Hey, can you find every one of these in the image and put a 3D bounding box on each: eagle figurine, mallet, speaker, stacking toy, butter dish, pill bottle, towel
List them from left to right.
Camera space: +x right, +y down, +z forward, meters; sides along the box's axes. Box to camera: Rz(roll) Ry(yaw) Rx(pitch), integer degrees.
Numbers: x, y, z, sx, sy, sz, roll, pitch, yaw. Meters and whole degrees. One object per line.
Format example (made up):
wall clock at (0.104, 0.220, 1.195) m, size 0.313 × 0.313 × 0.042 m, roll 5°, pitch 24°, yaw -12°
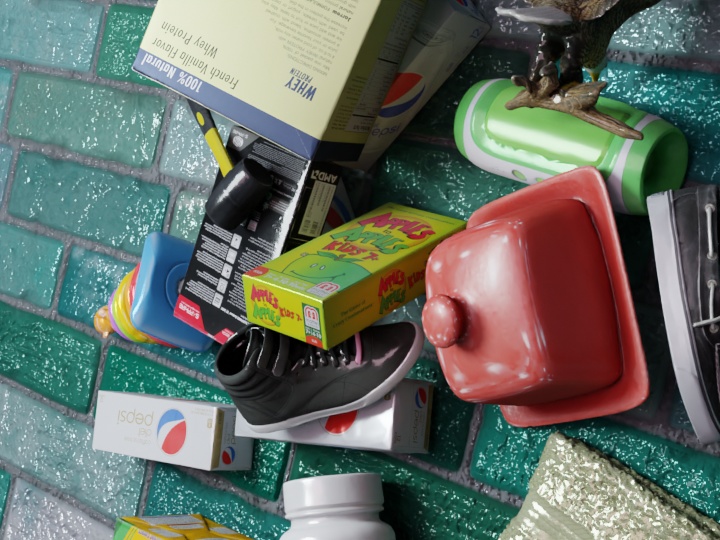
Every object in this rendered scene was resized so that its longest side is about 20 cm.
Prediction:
stacking toy at (-0.244, 0.043, 1.439) m, size 0.199 × 0.109 × 0.117 m, roll -20°, pitch 55°, yaw 48°
mallet at (-0.148, -0.120, 1.244) m, size 0.066 × 0.041 × 0.201 m, roll -52°, pitch 48°, yaw 19°
pill bottle at (-0.018, 0.295, 1.189) m, size 0.112 × 0.113 × 0.203 m, roll -15°, pitch 74°, yaw 38°
butter dish at (0.117, 0.033, 1.060) m, size 0.199 × 0.146 × 0.203 m, roll -22°, pitch 78°, yaw 58°
speaker at (0.177, -0.109, 1.103) m, size 0.199 × 0.088 × 0.089 m, roll 22°, pitch 98°, yaw 40°
eagle figurine at (0.193, -0.212, 1.049) m, size 0.201 × 0.151 × 0.151 m, roll -60°, pitch 5°, yaw -14°
towel at (0.207, 0.237, 1.057) m, size 0.199 × 0.036 × 0.150 m, roll 33°, pitch 104°, yaw 38°

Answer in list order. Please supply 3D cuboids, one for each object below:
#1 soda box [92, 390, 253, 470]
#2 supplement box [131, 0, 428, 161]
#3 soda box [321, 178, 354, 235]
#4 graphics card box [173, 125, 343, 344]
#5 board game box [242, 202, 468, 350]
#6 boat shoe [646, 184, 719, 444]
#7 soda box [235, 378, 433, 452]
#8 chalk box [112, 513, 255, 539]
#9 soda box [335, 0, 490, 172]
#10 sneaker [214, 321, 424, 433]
soda box at (-0.206, 0.174, 1.399) m, size 0.198 × 0.063 × 0.069 m, roll 2°, pitch 85°, yaw 40°
supplement box at (-0.065, -0.230, 1.167) m, size 0.198 × 0.134 × 0.202 m, roll 27°, pitch 102°, yaw 14°
soda box at (-0.057, -0.071, 1.296) m, size 0.063 × 0.068 × 0.202 m, roll -33°, pitch 63°, yaw 32°
graphics card box at (-0.101, -0.027, 1.240) m, size 0.125 × 0.051 × 0.202 m, roll 25°, pitch 101°, yaw 42°
board game box at (0.000, 0.000, 1.162) m, size 0.101 × 0.199 × 0.048 m, roll 16°, pitch 122°, yaw 40°
boat shoe at (0.276, 0.033, 1.008) m, size 0.067 × 0.073 × 0.202 m, roll -10°, pitch 82°, yaw 19°
soda box at (-0.028, 0.135, 1.238) m, size 0.198 × 0.063 × 0.069 m, roll -1°, pitch 80°, yaw 39°
chalk box at (-0.188, 0.366, 1.316) m, size 0.123 × 0.124 × 0.203 m, roll 13°, pitch 91°, yaw 40°
soda box at (0.032, -0.193, 1.252) m, size 0.200 × 0.063 × 0.069 m, roll -47°, pitch 57°, yaw 25°
sneaker at (-0.044, 0.079, 1.151) m, size 0.198 × 0.099 × 0.071 m, roll -23°, pitch 43°, yaw 20°
